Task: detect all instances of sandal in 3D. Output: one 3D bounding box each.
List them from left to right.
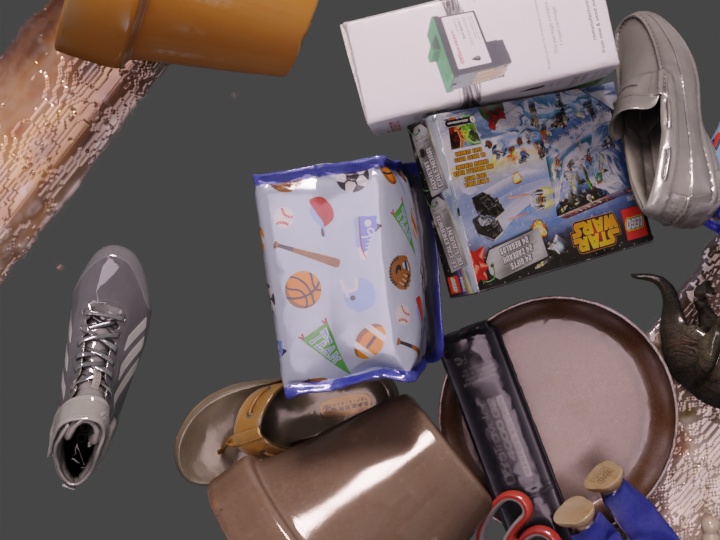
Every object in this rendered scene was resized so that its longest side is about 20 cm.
[{"bbox_3d":[-0.064,0.128,1.109,0.198,0.054,0.081,-14,90,3],"label":"sandal"}]

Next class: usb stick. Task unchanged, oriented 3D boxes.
[{"bbox_3d":[0.120,0.141,1.079,0.055,0.033,0.201,-21,90,12],"label":"usb stick"}]

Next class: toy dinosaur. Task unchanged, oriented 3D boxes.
[{"bbox_3d":[0.293,0.076,1.075,0.199,0.077,0.103,30,126,16],"label":"toy dinosaur"}]

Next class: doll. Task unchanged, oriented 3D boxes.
[{"bbox_3d":[0.246,0.248,1.075,0.136,0.048,0.200,-44,105,-21],"label":"doll"}]

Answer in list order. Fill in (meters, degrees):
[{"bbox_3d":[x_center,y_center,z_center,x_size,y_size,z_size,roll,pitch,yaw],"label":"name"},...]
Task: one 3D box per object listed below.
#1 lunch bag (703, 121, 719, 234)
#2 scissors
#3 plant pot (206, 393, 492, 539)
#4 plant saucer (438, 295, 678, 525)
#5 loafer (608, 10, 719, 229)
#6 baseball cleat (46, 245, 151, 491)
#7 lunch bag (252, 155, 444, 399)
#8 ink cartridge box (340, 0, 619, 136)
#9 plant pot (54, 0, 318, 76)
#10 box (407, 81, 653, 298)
[{"bbox_3d":[0.331,-0.094,1.009,0.094,0.200,0.151,27,92,2],"label":"lunch bag"},{"bbox_3d":[0.103,0.267,1.093,0.073,0.014,0.201,38,122,18],"label":"scissors"},{"bbox_3d":[0.004,0.193,1.036,0.174,0.200,0.201,-39,89,0],"label":"plant pot"},{"bbox_3d":[0.164,0.122,1.107,0.198,0.032,0.202,0,91,4],"label":"plant saucer"},{"bbox_3d":[0.231,-0.126,1.046,0.069,0.070,0.201,6,55,-22],"label":"loafer"},{"bbox_3d":[-0.214,0.082,1.092,0.069,0.106,0.202,8,96,-10],"label":"baseball cleat"},{"bbox_3d":[0.000,0.000,1.031,0.123,0.200,0.172,-6,90,8],"label":"lunch bag"},{"bbox_3d":[0.092,-0.171,1.050,0.198,0.146,0.085,-14,91,4],"label":"ink cartridge box"},{"bbox_3d":[-0.127,-0.243,1.051,0.182,0.200,0.202,17,92,-13],"label":"plant pot"},{"bbox_3d":[0.138,-0.067,1.046,0.199,0.040,0.138,-14,89,-35],"label":"box"}]
